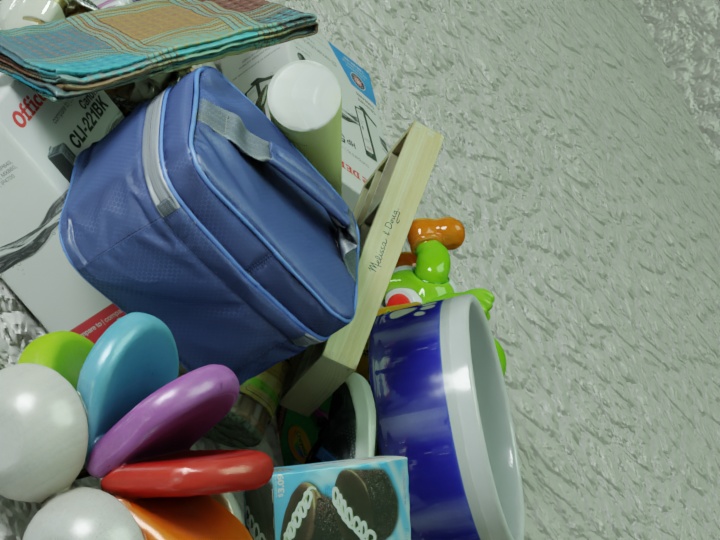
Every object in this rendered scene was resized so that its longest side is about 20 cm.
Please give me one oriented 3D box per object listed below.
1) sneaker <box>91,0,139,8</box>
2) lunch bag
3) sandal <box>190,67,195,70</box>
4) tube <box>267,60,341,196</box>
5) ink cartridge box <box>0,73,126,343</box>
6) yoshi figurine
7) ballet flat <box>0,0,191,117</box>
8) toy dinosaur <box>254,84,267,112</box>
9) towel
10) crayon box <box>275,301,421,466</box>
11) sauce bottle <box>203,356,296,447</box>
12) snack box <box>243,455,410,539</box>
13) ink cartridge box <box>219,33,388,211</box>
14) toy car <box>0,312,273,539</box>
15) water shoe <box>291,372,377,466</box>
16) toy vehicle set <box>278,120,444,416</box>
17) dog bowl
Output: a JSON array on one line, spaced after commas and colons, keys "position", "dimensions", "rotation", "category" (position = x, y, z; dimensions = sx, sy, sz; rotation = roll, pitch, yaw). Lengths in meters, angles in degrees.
[{"position": [-0.200, -0.178, 1.421], "dimensions": [0.200, 0.080, 0.089], "rotation": [-75, 145, -57], "category": "sneaker"}, {"position": [-0.083, -0.024, 1.177], "dimensions": [0.200, 0.132, 0.136], "rotation": [44, 29, -30], "category": "lunch bag"}, {"position": [-0.154, -0.130, 1.470], "dimensions": [0.078, 0.069, 0.212], "rotation": [62, -4, -31], "category": "sandal"}, {"position": [-0.038, -0.095, 1.288], "dimensions": [0.200, 0.052, 0.058], "rotation": [92, 2, -79], "category": "tube"}, {"position": [-0.199, -0.045, 1.241], "dimensions": [0.200, 0.084, 0.144], "rotation": [50, 25, -17], "category": "ink cartridge box"}, {"position": [0.085, 0.050, 1.671], "dimensions": [0.112, 0.112, 0.201], "rotation": [47, 28, -40], "category": "yoshi figurine"}, {"position": [-0.205, -0.169, 1.295], "dimensions": [0.200, 0.072, 0.072], "rotation": [28, 23, 7], "category": "ballet flat"}, {"position": [-0.103, -0.052, 1.389], "dimensions": [0.102, 0.201, 0.077], "rotation": [14, 11, -32], "category": "toy dinosaur"}, {"position": [-0.147, -0.159, 1.202], "dimensions": [0.199, 0.146, 0.022], "rotation": [-19, 117, -30], "category": "towel"}, {"position": [-0.003, 0.093, 1.456], "dimensions": [0.200, 0.058, 0.119], "rotation": [-6, 86, -65], "category": "crayon box"}, {"position": [-0.069, 0.032, 1.331], "dimensions": [0.065, 0.065, 0.201], "rotation": [41, 57, -35], "category": "sauce bottle"}, {"position": [-0.018, 0.228, 1.180], "dimensions": [0.116, 0.037, 0.201], "rotation": [-2, 89, -39], "category": "snack box"}, {"position": [-0.045, -0.121, 1.641], "dimensions": [0.146, 0.084, 0.201], "rotation": [34, 33, -45], "category": "ink cartridge box"}, {"position": [-0.131, 0.115, 1.096], "dimensions": [0.201, 0.150, 0.175], "rotation": [63, 24, 11], "category": "toy car"}, {"position": [-0.032, 0.162, 1.262], "dimensions": [0.072, 0.078, 0.201], "rotation": [104, -8, -64], "category": "water shoe"}, {"position": [0.000, 0.000, 1.312], "dimensions": [0.026, 0.124, 0.201], "rotation": [25, 64, -8], "category": "toy vehicle set"}, {"position": [0.069, 0.123, 1.381], "dimensions": [0.200, 0.078, 0.201], "rotation": [-11, 90, -80], "category": "dog bowl"}]
